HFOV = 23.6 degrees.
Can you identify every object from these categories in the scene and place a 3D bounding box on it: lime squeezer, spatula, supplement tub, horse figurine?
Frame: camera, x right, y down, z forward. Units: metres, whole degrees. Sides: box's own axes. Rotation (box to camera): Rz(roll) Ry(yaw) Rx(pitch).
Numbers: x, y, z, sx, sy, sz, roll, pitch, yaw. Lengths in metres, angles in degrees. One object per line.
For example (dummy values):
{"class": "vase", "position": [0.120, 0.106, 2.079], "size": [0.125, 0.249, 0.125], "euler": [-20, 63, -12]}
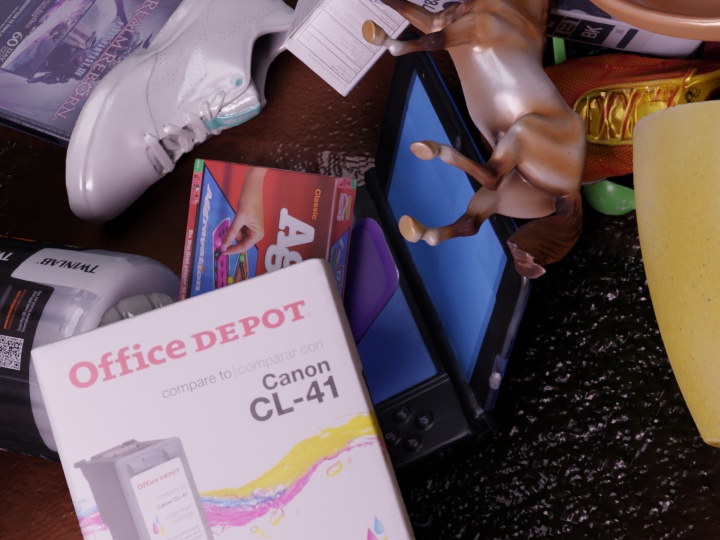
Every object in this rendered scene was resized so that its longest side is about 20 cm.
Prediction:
{"class": "lime squeezer", "position": [0.137, -0.077, 0.948], "size": [0.200, 0.038, 0.071], "euler": [57, 133, 17]}
{"class": "spatula", "position": [-0.046, 0.048, 0.930], "size": [0.200, 0.021, 0.057], "euler": [-42, 48, 26]}
{"class": "supplement tub", "position": [-0.203, 0.042, 0.997], "size": [0.200, 0.123, 0.123], "euler": [8, 59, 30]}
{"class": "horse figurine", "position": [0.062, -0.081, 0.831], "size": [0.050, 0.132, 0.200], "euler": [-40, 63, 48]}

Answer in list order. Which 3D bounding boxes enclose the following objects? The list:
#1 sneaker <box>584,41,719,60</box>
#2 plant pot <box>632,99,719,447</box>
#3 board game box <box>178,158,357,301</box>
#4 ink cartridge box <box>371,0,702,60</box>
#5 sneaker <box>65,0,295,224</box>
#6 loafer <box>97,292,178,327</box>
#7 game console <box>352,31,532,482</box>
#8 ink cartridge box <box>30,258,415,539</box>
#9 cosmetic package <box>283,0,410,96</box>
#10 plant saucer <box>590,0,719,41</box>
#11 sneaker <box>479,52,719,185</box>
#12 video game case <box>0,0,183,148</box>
{"class": "sneaker", "position": [0.129, -0.163, 1.000], "size": [0.075, 0.081, 0.200], "euler": [-12, 34, -41]}
{"class": "plant pot", "position": [0.215, 0.015, 0.784], "size": [0.200, 0.200, 0.142], "euler": [5, 83, 29]}
{"class": "board game box", "position": [-0.057, 0.045, 0.911], "size": [0.103, 0.019, 0.201], "euler": [9, 94, 37]}
{"class": "ink cartridge box", "position": [0.086, -0.178, 0.913], "size": [0.199, 0.039, 0.100], "euler": [8, 75, -6]}
{"class": "sneaker", "position": [-0.107, -0.106, 1.104], "size": [0.088, 0.075, 0.200], "euler": [24, 67, 25]}
{"class": "loafer", "position": [-0.091, 0.110, 0.891], "size": [0.070, 0.070, 0.200], "euler": [-11, 85, -13]}
{"class": "game console", "position": [0.000, 0.000, 0.930], "size": [0.170, 0.118, 0.200], "euler": [-27, 47, 5]}
{"class": "ink cartridge box", "position": [-0.055, 0.110, 0.811], "size": [0.147, 0.086, 0.200], "euler": [-18, 88, -2]}
{"class": "cosmetic package", "position": [0.005, -0.172, 1.030], "size": [0.083, 0.051, 0.200], "euler": [-45, 13, 17]}
{"class": "plant saucer", "position": [0.193, -0.186, 0.852], "size": [0.200, 0.037, 0.201], "euler": [-11, 53, 14]}
{"class": "sneaker", "position": [0.156, -0.085, 0.891], "size": [0.200, 0.077, 0.073], "euler": [-2, 83, 19]}
{"class": "video game case", "position": [-0.201, -0.155, 1.219], "size": [0.200, 0.019, 0.143], "euler": [20, 66, 37]}
